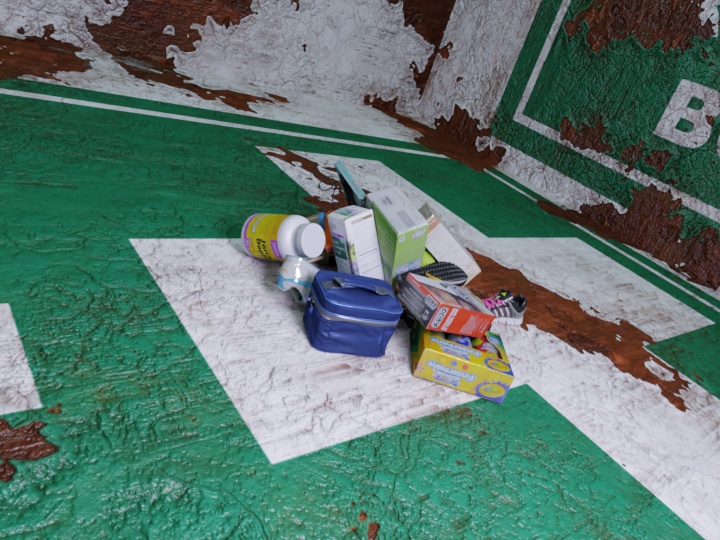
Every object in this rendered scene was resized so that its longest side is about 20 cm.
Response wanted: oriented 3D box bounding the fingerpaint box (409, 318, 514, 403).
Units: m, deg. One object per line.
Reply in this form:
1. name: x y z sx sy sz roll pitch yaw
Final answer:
1. fingerpaint box: 0.209 0.175 1.217 0.196 0.075 0.168 19 24 -5

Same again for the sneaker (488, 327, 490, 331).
1. sneaker: 0.215 0.105 1.355 0.198 0.083 0.072 37 65 14

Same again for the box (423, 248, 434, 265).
1. box: 0.133 -0.057 1.509 0.121 0.048 0.201 33 20 -24

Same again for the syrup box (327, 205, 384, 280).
1. syrup box: -0.007 -0.036 1.287 0.080 0.204 0.078 -24 25 -28

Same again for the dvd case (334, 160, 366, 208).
1. dvd case: -0.003 -0.149 1.394 0.022 0.202 0.147 -28 52 -6

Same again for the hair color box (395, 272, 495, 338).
1. hair color box: 0.178 0.074 1.189 0.197 0.065 0.111 12 24 -44

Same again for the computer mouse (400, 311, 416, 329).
1. computer mouse: 0.117 0.071 1.394 0.108 0.045 0.199 32 29 15

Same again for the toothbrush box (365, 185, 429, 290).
1. toothbrush box: 0.074 -0.062 1.300 0.084 0.203 0.147 -19 51 -19

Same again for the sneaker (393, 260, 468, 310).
1. sneaker: 0.152 0.041 1.297 0.197 0.091 0.070 -12 46 -32

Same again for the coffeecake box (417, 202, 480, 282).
1. coffeecake box: 0.222 -0.071 1.543 0.200 0.073 0.154 47 12 -13

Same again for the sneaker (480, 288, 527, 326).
1. sneaker: 0.355 0.088 1.496 0.196 0.089 0.074 8 27 -26

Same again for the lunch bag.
1. lunch bag: -0.022 0.077 1.160 0.196 0.135 0.136 9 26 -25

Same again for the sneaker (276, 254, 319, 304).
1. sneaker: -0.096 0.043 1.245 0.198 0.082 0.076 31 -13 -30

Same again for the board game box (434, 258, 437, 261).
1. board game box: 0.134 -0.021 1.590 0.150 0.047 0.199 30 26 17

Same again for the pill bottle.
1. pill bottle: -0.173 -0.073 1.295 0.197 0.107 0.103 6 10 41

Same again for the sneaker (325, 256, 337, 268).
1. sneaker: 0.000 0.000 1.427 0.197 0.073 0.082 22 33 27

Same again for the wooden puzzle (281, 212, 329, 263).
1. wooden puzzle: -0.132 -0.073 1.448 0.196 0.038 0.185 -15 39 -23

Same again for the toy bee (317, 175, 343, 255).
1. toy bee: -0.051 -0.113 1.400 0.128 0.204 0.109 6 -26 22

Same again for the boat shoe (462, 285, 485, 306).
1. boat shoe: 0.236 0.063 1.450 0.066 0.074 0.199 44 -4 -40
